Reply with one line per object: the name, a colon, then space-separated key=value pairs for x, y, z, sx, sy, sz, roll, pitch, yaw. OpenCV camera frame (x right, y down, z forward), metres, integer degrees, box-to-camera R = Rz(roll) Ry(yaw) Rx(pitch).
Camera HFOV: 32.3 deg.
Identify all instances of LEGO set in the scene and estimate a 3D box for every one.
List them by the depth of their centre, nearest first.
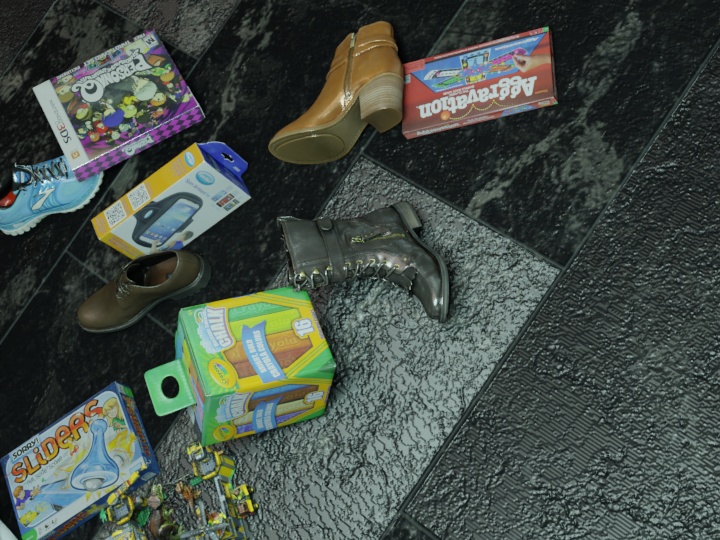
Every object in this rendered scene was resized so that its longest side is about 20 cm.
LEGO set: x=-0.235 y=0.291 z=1.473 sx=0.200 sy=0.116 sz=0.154 roll=-22 pitch=61 yaw=18

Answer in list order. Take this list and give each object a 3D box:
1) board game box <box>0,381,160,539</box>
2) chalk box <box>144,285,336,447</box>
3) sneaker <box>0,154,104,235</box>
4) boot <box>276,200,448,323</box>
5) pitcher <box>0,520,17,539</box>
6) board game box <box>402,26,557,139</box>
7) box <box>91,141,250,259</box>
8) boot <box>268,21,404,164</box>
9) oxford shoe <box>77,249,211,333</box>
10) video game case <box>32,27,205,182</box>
board game box: x=-0.365 y=0.253 z=1.606 sx=0.200 sy=0.034 sz=0.136 roll=-34 pitch=58 yaw=11
chalk box: x=-0.146 y=0.114 z=1.442 sx=0.200 sy=0.124 sz=0.125 roll=-12 pitch=58 yaw=-19
sneaker: x=-0.456 y=-0.120 z=1.774 sx=0.200 sy=0.090 sz=0.078 roll=-29 pitch=59 yaw=11
boot: x=0.000 y=0.000 z=1.454 sx=0.174 sy=0.069 sz=0.200 roll=-12 pitch=48 yaw=-16
pitcher: x=-0.479 y=0.345 z=1.563 sx=0.172 sy=0.121 sz=0.200 roll=-60 pitch=44 yaw=33
board game box: x=0.145 y=-0.233 z=1.552 sx=0.200 sy=0.019 sz=0.103 roll=-11 pitch=66 yaw=23
box: x=-0.238 y=-0.087 z=1.631 sx=0.200 sy=0.119 sz=0.042 roll=-33 pitch=58 yaw=12
boot: x=-0.031 y=-0.231 z=1.620 sx=0.200 sy=0.074 sz=0.155 roll=-18 pitch=55 yaw=21
oxford shoe: x=-0.303 y=0.019 z=1.642 sx=0.200 sy=0.084 sz=0.073 roll=-28 pitch=61 yaw=17
video game case: x=-0.345 y=-0.238 z=1.764 sx=0.200 sy=0.036 sz=0.181 roll=-28 pitch=58 yaw=-6
